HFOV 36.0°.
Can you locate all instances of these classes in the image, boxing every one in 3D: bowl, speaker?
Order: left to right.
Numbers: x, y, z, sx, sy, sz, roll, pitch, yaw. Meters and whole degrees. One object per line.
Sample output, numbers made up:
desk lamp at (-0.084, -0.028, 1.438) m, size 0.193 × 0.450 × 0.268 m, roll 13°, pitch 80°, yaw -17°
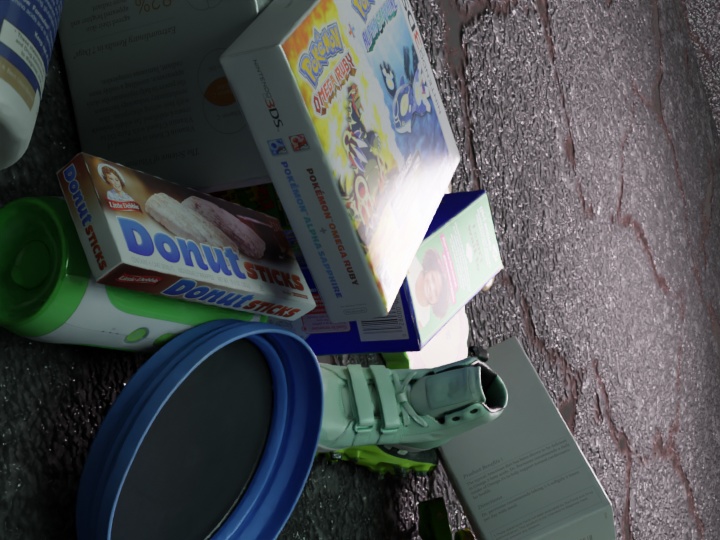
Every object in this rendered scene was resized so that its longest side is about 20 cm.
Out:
speaker at (-0.141, 0.010, 0.693) m, size 0.200 × 0.088 × 0.089 m, roll 18°, pitch 67°, yaw -60°
bowl at (-0.099, 0.125, 0.709) m, size 0.201 × 0.039 × 0.201 m, roll -36°, pitch 136°, yaw -44°

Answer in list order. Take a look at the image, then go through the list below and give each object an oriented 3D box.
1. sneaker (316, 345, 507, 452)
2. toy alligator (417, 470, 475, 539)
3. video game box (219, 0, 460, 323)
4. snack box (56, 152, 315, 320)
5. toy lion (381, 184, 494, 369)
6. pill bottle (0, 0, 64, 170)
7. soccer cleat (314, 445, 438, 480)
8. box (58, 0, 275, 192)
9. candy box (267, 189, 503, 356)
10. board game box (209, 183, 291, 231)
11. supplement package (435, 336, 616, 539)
sneaker at (0.028, 0.093, 0.866) m, size 0.200 × 0.118 × 0.074 m, roll 13°, pitch 56°, yaw -45°
toy alligator at (0.076, 0.266, 1.080) m, size 0.054 × 0.059 × 0.200 m, roll 154°, pitch -77°, yaw -72°
video game box at (-0.001, -0.098, 0.705) m, size 0.182 × 0.047 × 0.200 m, roll 66°, pitch 30°, yaw -27°
snack box at (-0.098, -0.015, 0.670) m, size 0.200 × 0.024 × 0.072 m, roll 17°, pitch 45°, yaw -61°
toy lion at (0.062, 0.023, 1.116) m, size 0.200 × 0.069 × 0.192 m, roll 56°, pitch 44°, yaw -39°
pill bottle at (-0.207, -0.159, 0.570) m, size 0.111 × 0.111 × 0.200 m, roll 40°, pitch 48°, yaw -52°
soccer cleat at (0.012, 0.138, 0.973) m, size 0.200 × 0.067 × 0.081 m, roll 28°, pitch 57°, yaw -54°
box at (-0.105, -0.152, 0.731) m, size 0.106 × 0.152 × 0.200 m, roll -20°, pitch 102°, yaw -64°
candy box at (0.000, 0.000, 0.873) m, size 0.200 × 0.169 × 0.077 m, roll -39°, pitch 120°, yaw -59°
board game box at (-0.081, -0.128, 0.825) m, size 0.048 × 0.102 × 0.200 m, roll -29°, pitch 109°, yaw -61°
supplement package at (0.142, 0.185, 1.042) m, size 0.117 × 0.117 × 0.200 m, roll 68°, pitch -2°, yaw -51°
